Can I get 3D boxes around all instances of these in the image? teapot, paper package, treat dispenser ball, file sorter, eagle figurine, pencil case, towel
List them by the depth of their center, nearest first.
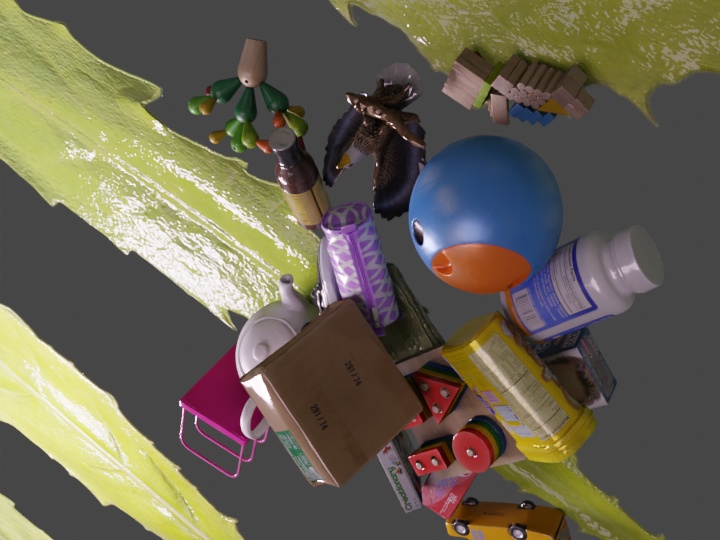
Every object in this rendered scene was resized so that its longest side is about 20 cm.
[{"bbox_3d":[0.161,-0.072,1.115,0.198,0.201,0.204,15,125,23],"label":"treat dispenser ball"},{"bbox_3d":[0.018,-0.178,1.210,0.201,0.148,0.154,92,166,-68],"label":"eagle figurine"},{"bbox_3d":[-0.041,0.178,1.247,0.202,0.190,0.103,55,153,-5],"label":"paper package"},{"bbox_3d":[0.000,0.000,1.269,0.082,0.086,0.202,-12,121,9],"label":"pencil case"},{"bbox_3d":[0.052,0.091,1.389,0.147,0.036,0.201,-26,102,40],"label":"towel"},{"bbox_3d":[-0.134,0.143,1.419,0.196,0.146,0.202,-31,74,17],"label":"teapot"},{"bbox_3d":[-0.212,0.244,1.541,0.137,0.200,0.127,28,132,14],"label":"file sorter"}]

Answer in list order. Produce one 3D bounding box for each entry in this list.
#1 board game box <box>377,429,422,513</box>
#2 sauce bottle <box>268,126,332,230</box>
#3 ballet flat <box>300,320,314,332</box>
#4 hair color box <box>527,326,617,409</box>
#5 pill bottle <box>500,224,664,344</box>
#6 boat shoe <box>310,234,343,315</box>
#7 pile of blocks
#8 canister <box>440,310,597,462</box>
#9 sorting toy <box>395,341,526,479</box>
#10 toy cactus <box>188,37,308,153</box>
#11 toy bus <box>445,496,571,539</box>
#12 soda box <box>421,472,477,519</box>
[{"bbox_3d":[0.052,0.282,1.433,0.034,0.127,0.202,-20,114,11],"label":"board game box"},{"bbox_3d":[-0.089,-0.135,1.266,0.064,0.065,0.201,20,156,20],"label":"sauce bottle"},{"bbox_3d":[-0.050,0.177,1.341,0.072,0.073,0.203,-24,86,39],"label":"ballet flat"},{"bbox_3d":[0.266,0.165,1.283,0.198,0.061,0.101,-24,103,39],"label":"hair color box"},{"bbox_3d":[0.293,0.016,1.144,0.199,0.112,0.113,-28,101,39],"label":"pill bottle"},{"bbox_3d":[-0.046,0.043,1.354,0.070,0.072,0.204,-2,100,36],"label":"boat shoe"},{"bbox_3d":[0.203,-0.232,1.091,0.197,0.062,0.083,20,145,25],"label":"pile of blocks"},{"bbox_3d":[0.212,0.159,1.189,0.200,0.086,0.148,48,164,-2],"label":"canister"},{"bbox_3d":[0.129,0.225,1.321,0.198,0.069,0.202,-28,91,46],"label":"sorting toy"},{"bbox_3d":[-0.159,-0.259,1.292,0.197,0.102,0.168,18,107,25],"label":"toy cactus"},{"bbox_3d":[0.247,0.437,1.456,0.197,0.065,0.079,-7,115,34],"label":"toy bus"},{"bbox_3d":[0.163,0.324,1.441,0.069,0.063,0.202,30,129,12],"label":"soda box"}]
